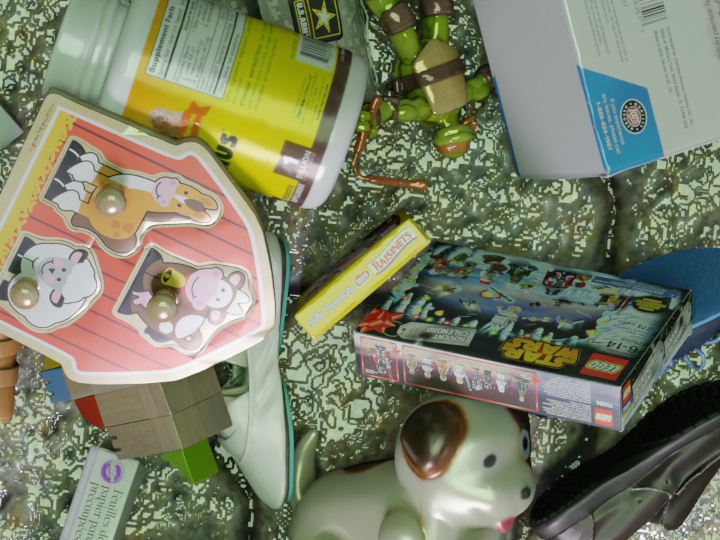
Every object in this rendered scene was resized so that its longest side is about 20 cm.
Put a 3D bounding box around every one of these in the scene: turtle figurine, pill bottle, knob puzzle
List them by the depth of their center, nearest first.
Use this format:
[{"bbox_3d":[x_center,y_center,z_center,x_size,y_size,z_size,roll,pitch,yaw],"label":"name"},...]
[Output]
[{"bbox_3d":[-0.147,0.000,1.535,0.219,0.030,0.220,1,117,2],"label":"knob puzzle"},{"bbox_3d":[-0.103,-0.120,1.548,0.199,0.109,0.110,18,94,-6],"label":"pill bottle"},{"bbox_3d":[0.058,-0.149,1.679,0.200,0.064,0.162,-19,98,-27],"label":"turtle figurine"}]

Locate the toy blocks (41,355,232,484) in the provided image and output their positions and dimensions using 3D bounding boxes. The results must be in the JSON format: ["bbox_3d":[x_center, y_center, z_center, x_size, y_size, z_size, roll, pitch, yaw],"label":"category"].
[{"bbox_3d":[-0.174,0.056,1.669,0.100,0.136,0.201,-24,97,-43],"label":"toy blocks"}]

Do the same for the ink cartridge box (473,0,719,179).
[{"bbox_3d":[0.206,-0.159,1.627,0.199,0.145,0.148,-17,97,-19],"label":"ink cartridge box"}]

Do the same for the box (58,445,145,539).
[{"bbox_3d":[-0.206,0.228,1.696,0.039,0.041,0.201,17,80,5],"label":"box"}]

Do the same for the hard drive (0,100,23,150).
[{"bbox_3d":[-0.358,-0.085,1.671,0.200,0.026,0.132,-38,122,1],"label":"hard drive"}]

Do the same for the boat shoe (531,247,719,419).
[{"bbox_3d":[0.199,0.044,1.709,0.199,0.084,0.069,-21,140,15],"label":"boat shoe"}]

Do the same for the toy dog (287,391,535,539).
[{"bbox_3d":[0.048,0.165,1.659,0.200,0.139,0.194,-48,54,34],"label":"toy dog"}]

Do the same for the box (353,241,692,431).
[{"bbox_3d":[0.113,0.042,1.632,0.199,0.137,0.040,11,124,25],"label":"box"}]

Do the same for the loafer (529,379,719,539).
[{"bbox_3d":[0.220,0.150,1.723,0.200,0.073,0.071,-33,105,6],"label":"loafer"}]

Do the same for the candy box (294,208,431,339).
[{"bbox_3d":[0.000,0.000,1.630,0.102,0.200,0.026,-43,93,1],"label":"candy box"}]

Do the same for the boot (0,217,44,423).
[{"bbox_3d":[-0.255,0.028,1.629,0.076,0.200,0.156,3,87,-34],"label":"boot"}]

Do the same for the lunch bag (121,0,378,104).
[{"bbox_3d":[-0.089,-0.163,1.658,0.199,0.118,0.165,-14,97,-7],"label":"lunch bag"}]

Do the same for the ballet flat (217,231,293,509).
[{"bbox_3d":[-0.085,0.072,1.697,0.069,0.069,0.201,-1,89,-2],"label":"ballet flat"}]
